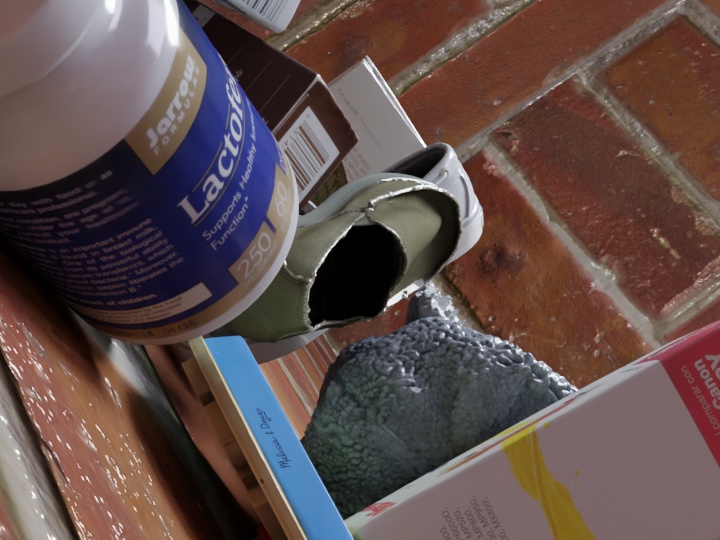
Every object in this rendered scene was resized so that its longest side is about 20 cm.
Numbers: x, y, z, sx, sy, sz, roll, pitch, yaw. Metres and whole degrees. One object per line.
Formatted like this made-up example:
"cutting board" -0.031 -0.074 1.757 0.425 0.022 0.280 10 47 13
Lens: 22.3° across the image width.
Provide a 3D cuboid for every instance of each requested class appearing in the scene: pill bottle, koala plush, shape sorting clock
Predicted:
"pill bottle" -0.109 -0.062 0.719 0.116 0.115 0.200 55 0 34
"koala plush" 0.032 0.090 1.003 0.184 0.178 0.200 39 0 -22
"shape sorting clock" -0.032 0.119 0.823 0.200 0.039 0.201 90 -26 -71

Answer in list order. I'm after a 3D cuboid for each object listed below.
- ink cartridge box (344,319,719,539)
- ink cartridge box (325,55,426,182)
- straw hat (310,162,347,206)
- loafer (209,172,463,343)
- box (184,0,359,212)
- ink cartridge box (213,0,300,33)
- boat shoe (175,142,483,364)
"ink cartridge box" 0.092 0.106 0.828 0.084 0.199 0.145 61 -9 5
"ink cartridge box" -0.056 -0.054 1.270 0.086 0.199 0.148 55 0 -4
"straw hat" -0.112 -0.044 1.087 0.202 0.200 0.085 56 38 -13
"loafer" 0.000 0.000 0.960 0.069 0.200 0.076 14 -66 33
"box" -0.109 -0.096 0.995 0.200 0.100 0.075 33 -11 31
"ink cartridge box" -0.148 -0.198 0.905 0.199 0.044 0.198 30 3 26
"boat shoe" -0.022 -0.010 1.052 0.072 0.199 0.069 51 -17 61
